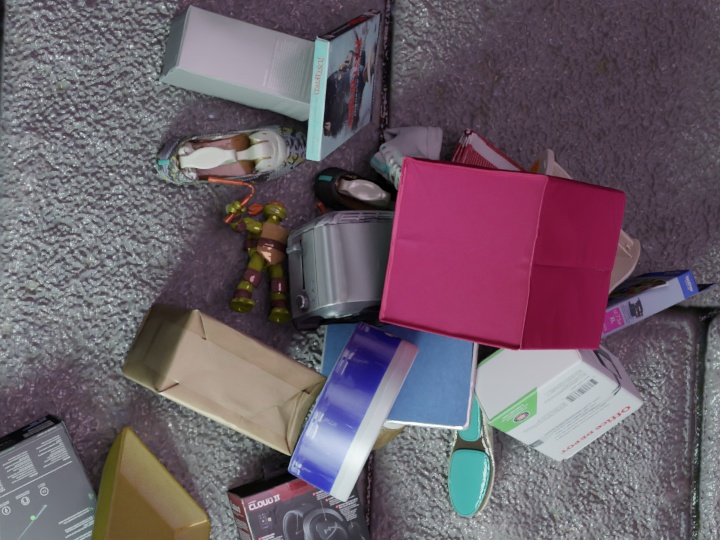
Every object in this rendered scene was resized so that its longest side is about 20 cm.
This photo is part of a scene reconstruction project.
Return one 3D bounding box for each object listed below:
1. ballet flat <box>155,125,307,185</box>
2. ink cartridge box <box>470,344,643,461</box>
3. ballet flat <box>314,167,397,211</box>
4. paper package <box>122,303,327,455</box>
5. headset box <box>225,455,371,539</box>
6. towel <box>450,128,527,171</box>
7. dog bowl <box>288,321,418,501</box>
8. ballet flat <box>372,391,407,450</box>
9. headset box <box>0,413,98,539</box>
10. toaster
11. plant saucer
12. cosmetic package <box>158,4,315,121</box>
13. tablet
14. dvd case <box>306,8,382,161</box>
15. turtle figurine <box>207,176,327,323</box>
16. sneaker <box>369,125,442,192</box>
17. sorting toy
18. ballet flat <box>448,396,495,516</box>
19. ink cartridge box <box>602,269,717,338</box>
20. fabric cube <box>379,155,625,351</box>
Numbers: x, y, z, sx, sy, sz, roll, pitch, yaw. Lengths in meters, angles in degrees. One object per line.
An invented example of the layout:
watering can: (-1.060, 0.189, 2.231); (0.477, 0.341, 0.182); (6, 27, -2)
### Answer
ballet flat: (-0.150, -0.141, 1.643); (0.199, 0.072, 0.072); (-10, 93, -21)
ink cartridge box: (0.251, 0.153, 1.707); (0.146, 0.084, 0.200); (-37, 142, 16)
ballet flat: (0.036, -0.080, 1.712); (0.199, 0.068, 0.068); (17, 82, -20)
paper package: (-0.162, 0.123, 1.565); (0.190, 0.200, 0.104); (28, 81, -19)
headset box: (-0.070, 0.329, 1.661); (0.148, 0.077, 0.201); (-18, 95, -21)
towel: (0.149, -0.068, 1.752); (0.144, 0.023, 0.201); (30, 78, -43)
dog bowl: (-0.008, 0.164, 1.565); (0.079, 0.200, 0.201); (26, 80, 4)
ballet flat: (0.070, 0.154, 1.718); (0.200, 0.072, 0.068); (-40, 96, -16)
headset box: (-0.386, 0.295, 1.533); (0.174, 0.093, 0.201); (-27, 99, -19)
toaster: (0.000, 0.000, 1.628); (0.199, 0.113, 0.130); (-2, 78, -36)
plant saucer: (-0.248, 0.316, 1.532); (0.048, 0.201, 0.200); (-21, 129, 17)
cosmetic package: (-0.137, -0.251, 1.630); (0.199, 0.107, 0.091); (17, 83, -21)
tablet: (0.046, 0.129, 1.679); (0.199, 0.014, 0.131); (4, 77, 14)
dvd case: (-0.018, -0.229, 1.619); (0.022, 0.200, 0.147); (12, 113, 14)
turtle figurine: (-0.122, -0.025, 1.648); (0.199, 0.064, 0.162); (24, 64, -35)
sneaker: (0.055, -0.124, 1.671); (0.088, 0.200, 0.076); (10, 119, -2)
sorting toy: (0.263, -0.019, 1.725); (0.200, 0.107, 0.181); (41, 37, -26)
ballet flat: (0.154, 0.224, 1.753); (0.062, 0.067, 0.201); (-17, 112, -58)
ink cartridge box: (0.369, 0.041, 1.808); (0.199, 0.119, 0.042); (-20, 94, -19)
fabric cube: (0.166, -0.019, 1.551); (0.199, 0.196, 0.201); (4, 96, -53)
